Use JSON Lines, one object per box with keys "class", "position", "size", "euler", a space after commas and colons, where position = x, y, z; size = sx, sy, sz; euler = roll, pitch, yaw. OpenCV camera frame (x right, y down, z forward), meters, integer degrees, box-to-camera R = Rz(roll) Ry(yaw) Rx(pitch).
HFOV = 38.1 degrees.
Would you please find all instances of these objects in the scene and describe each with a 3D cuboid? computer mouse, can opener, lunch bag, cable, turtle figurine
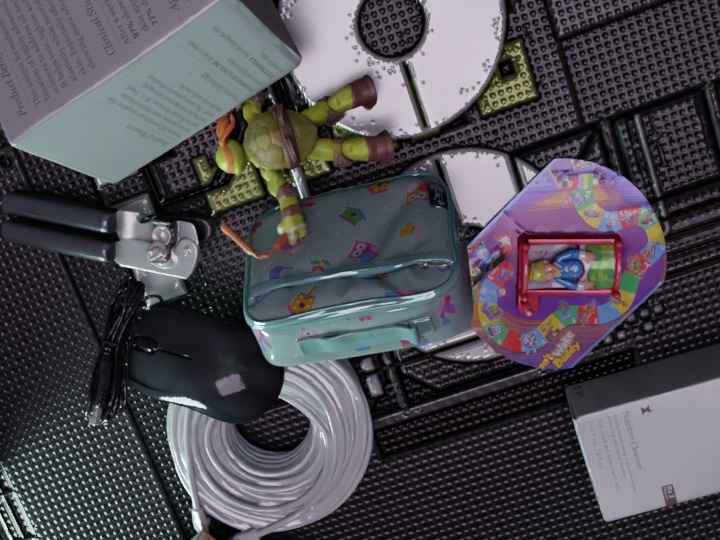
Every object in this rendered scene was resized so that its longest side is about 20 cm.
{"class": "computer mouse", "position": [-0.163, 0.082, 0.927], "size": [0.197, 0.053, 0.141], "euler": [8, 79, 24]}
{"class": "can opener", "position": [-0.232, -0.035, 0.955], "size": [0.197, 0.066, 0.053], "euler": [10, 105, 9]}
{"class": "lunch bag", "position": [0.000, 0.000, 0.890], "size": [0.197, 0.162, 0.078], "euler": [-12, 131, 10]}
{"class": "cable", "position": [-0.085, 0.150, 0.993], "size": [0.197, 0.069, 0.203], "euler": [-15, 104, 7]}
{"class": "turtle figurine", "position": [-0.061, -0.120, 0.893], "size": [0.159, 0.065, 0.202], "euler": [-17, 68, -10]}

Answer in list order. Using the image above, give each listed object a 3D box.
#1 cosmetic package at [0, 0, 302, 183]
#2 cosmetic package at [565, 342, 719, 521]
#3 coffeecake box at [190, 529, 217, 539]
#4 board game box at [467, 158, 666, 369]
{"class": "cosmetic package", "position": [-0.185, -0.201, 0.818], "size": [0.198, 0.166, 0.169], "euler": [-30, 78, 11]}
{"class": "cosmetic package", "position": [0.301, 0.143, 0.964], "size": [0.197, 0.081, 0.114], "euler": [-18, 103, 9]}
{"class": "coffeecake box", "position": [-0.118, 0.360, 1.021], "size": [0.199, 0.073, 0.154], "euler": [37, 137, -8]}
{"class": "board game box", "position": [0.185, 0.004, 0.949], "size": [0.158, 0.039, 0.200], "euler": [43, 104, -9]}
